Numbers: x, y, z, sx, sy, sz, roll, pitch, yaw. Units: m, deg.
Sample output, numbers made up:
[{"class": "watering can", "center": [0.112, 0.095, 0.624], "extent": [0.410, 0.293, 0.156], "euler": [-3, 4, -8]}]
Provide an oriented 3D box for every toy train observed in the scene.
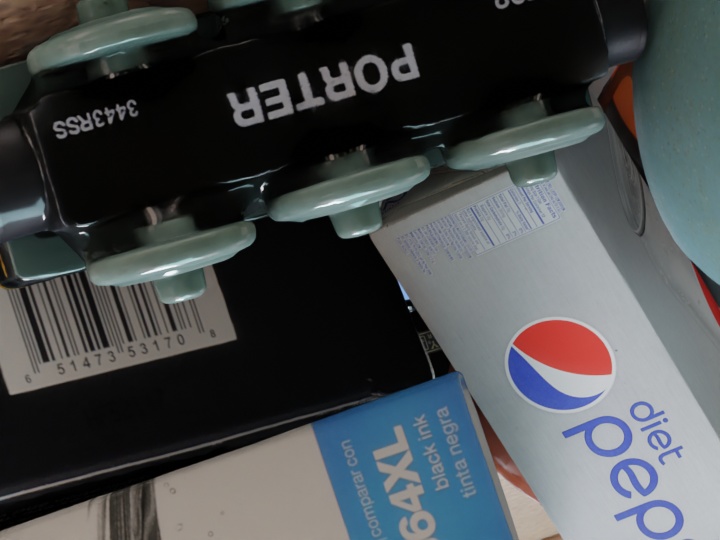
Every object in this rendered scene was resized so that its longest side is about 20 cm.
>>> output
[{"class": "toy train", "center": [-0.022, -0.047, 0.827], "extent": [0.200, 0.085, 0.114], "euler": [-18, -177, -19]}]

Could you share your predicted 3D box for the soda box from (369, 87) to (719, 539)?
[{"class": "soda box", "center": [0.083, 0.039, 0.928], "extent": [0.063, 0.200, 0.068], "euler": [-24, -158, 22]}]

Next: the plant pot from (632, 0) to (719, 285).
[{"class": "plant pot", "center": [0.157, -0.051, 0.841], "extent": [0.135, 0.200, 0.200], "euler": [-7, 178, 33]}]

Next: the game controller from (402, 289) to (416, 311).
[{"class": "game controller", "center": [0.000, 0.000, 1.197], "extent": [0.104, 0.042, 0.200], "euler": [-21, 169, 14]}]

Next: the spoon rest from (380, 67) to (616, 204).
[{"class": "spoon rest", "center": [0.080, -0.051, 1.073], "extent": [0.200, 0.061, 0.099], "euler": [0, 163, -19]}]

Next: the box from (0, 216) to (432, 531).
[{"class": "box", "center": [-0.117, 0.033, 0.952], "extent": [0.196, 0.118, 0.200], "euler": [-13, 167, -30]}]

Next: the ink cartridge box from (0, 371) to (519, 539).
[{"class": "ink cartridge box", "center": [-0.049, 0.107, 0.898], "extent": [0.200, 0.084, 0.146], "euler": [-18, 171, 0]}]

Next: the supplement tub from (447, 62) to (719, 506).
[{"class": "supplement tub", "center": [0.114, -0.014, 0.993], "extent": [0.107, 0.107, 0.200], "euler": [-8, 136, -46]}]

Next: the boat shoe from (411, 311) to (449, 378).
[{"class": "boat shoe", "center": [0.007, 0.043, 1.338], "extent": [0.199, 0.074, 0.068], "euler": [-13, 173, -31]}]
